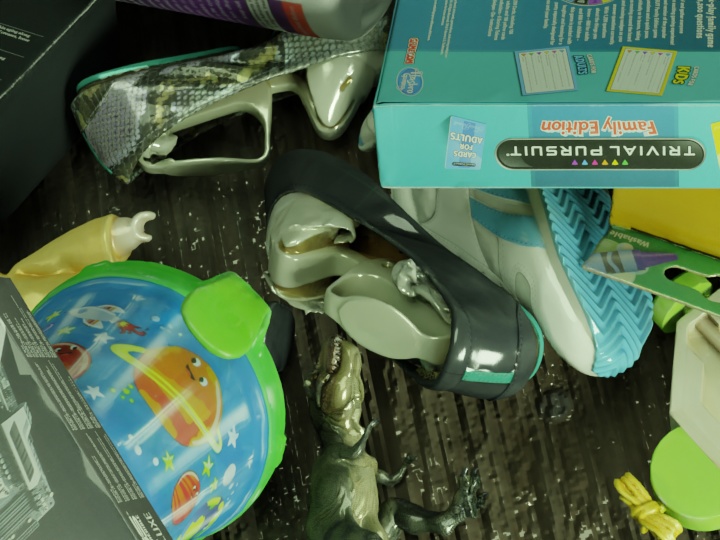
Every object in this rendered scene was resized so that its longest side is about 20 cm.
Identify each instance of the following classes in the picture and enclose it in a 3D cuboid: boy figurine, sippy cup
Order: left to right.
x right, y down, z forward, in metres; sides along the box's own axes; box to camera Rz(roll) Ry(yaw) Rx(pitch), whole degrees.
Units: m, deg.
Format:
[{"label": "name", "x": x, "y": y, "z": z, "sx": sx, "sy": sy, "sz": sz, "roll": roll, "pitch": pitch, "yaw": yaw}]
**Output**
[{"label": "boy figurine", "x": -0.132, "y": 0.027, "z": 1.179, "sx": 0.199, "sy": 0.064, "sz": 0.125, "roll": 13, "pitch": 79, "yaw": 13}, {"label": "sippy cup", "x": -0.117, "y": 0.080, "z": 1.076, "sx": 0.139, "sy": 0.179, "sz": 0.130, "roll": 13, "pitch": 23, "yaw": 16}]

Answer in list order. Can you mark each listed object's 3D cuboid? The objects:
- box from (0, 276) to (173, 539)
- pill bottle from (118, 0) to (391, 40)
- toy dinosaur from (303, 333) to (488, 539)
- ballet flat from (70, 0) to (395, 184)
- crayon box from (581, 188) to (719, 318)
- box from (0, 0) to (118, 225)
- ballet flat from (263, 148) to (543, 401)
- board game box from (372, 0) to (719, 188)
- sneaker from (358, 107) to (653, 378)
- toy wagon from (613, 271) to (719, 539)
[{"label": "box", "x": -0.159, "y": 0.127, "z": 0.982, "sx": 0.157, "sy": 0.050, "sz": 0.201, "roll": -33, "pitch": 83, "yaw": 8}, {"label": "pill bottle", "x": -0.083, "y": -0.181, "z": 1.180, "sx": 0.199, "sy": 0.112, "sz": 0.112, "roll": 12, "pitch": 66, "yaw": 20}, {"label": "toy dinosaur", "x": 0.007, "y": 0.127, "z": 1.117, "sx": 0.088, "sy": 0.047, "sz": 0.201, "roll": -6, "pitch": 62, "yaw": 24}, {"label": "ballet flat", "x": -0.043, "y": -0.090, "z": 1.225, "sx": 0.199, "sy": 0.072, "sz": 0.072, "roll": -20, "pitch": 62, "yaw": -5}, {"label": "crayon box", "x": 0.199, "y": -0.057, "z": 1.127, "sx": 0.125, "sy": 0.052, "sz": 0.200, "roll": 20, "pitch": 45, "yaw": 19}, {"label": "box", "x": -0.241, "y": -0.108, "z": 1.235, "sx": 0.199, "sy": 0.079, "sz": 0.141, "roll": 18, "pitch": 46, "yaw": 18}, {"label": "ballet flat", "x": 0.000, "y": 0.000, "z": 1.141, "sx": 0.073, "sy": 0.073, "sz": 0.200, "roll": -43, "pitch": 50, "yaw": -12}, {"label": "board game box", "x": 0.113, "y": -0.098, "z": 1.101, "sx": 0.198, "sy": 0.047, "sz": 0.151, "roll": 1, "pitch": 38, "yaw": 9}, {"label": "sneaker", "x": 0.069, "y": -0.021, "z": 1.163, "sx": 0.081, "sy": 0.076, "sz": 0.201, "roll": -45, "pitch": 53, "yaw": 23}, {"label": "toy wagon", "x": 0.201, "y": 0.057, "z": 1.120, "sx": 0.200, "sy": 0.040, "sz": 0.155, "roll": -37, "pitch": 63, "yaw": -9}]
